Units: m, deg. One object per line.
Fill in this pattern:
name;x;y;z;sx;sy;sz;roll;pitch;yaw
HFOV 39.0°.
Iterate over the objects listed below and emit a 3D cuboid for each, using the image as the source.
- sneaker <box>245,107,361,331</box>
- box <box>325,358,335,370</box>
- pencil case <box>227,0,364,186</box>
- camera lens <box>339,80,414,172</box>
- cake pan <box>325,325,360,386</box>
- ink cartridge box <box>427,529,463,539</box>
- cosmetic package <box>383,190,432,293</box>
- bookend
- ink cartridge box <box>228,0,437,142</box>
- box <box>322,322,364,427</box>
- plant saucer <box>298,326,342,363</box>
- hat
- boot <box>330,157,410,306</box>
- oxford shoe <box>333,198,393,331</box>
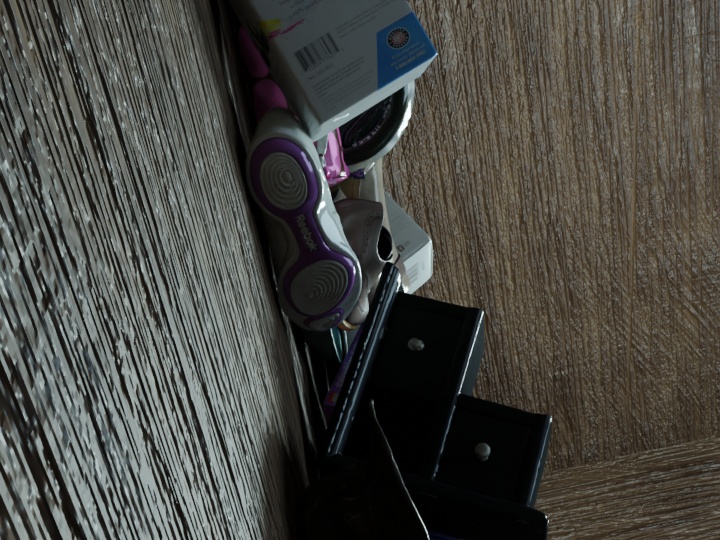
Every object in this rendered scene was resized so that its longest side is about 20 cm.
sneaker;-0.045;-0.043;0.853;0.100;0.073;0.203;-99;177;-57
box;-0.036;0.065;1.360;0.110;0.034;0.204;70;9;-83
pencil case;-0.061;-0.169;0.909;0.094;0.089;0.204;-150;-135;-79
camera lens;-0.026;-0.187;1.056;0.200;0.157;0.163;-94;173;-81
cake pan;-0.017;0.076;1.204;0.200;0.036;0.205;174;-90;-81
ink cartridge box;0.053;0.226;0.928;0.039;0.097;0.203;72;31;-58
cosmetic package;0.001;-0.061;1.268;0.200;0.074;0.102;49;-16;23
bookend;0.088;0.121;0.895;0.093;0.196;0.202;76;31;-58
ink cartridge box;-0.040;-0.224;0.819;0.202;0.114;0.068;59;-11;0
box;0.012;0.165;1.080;0.138;0.038;0.203;-63;153;-46
plant saucer;-0.054;-0.002;1.038;0.200;0.035;0.204;-11;90;-89
hat;-0.002;0.195;0.718;0.201;0.079;0.205;168;-90;-83
boot;0.012;-0.043;1.142;0.148;0.069;0.201;59;32;-20
oxford shoe;0.000;0.000;0.980;0.201;0.071;0.072;80;-1;-63
